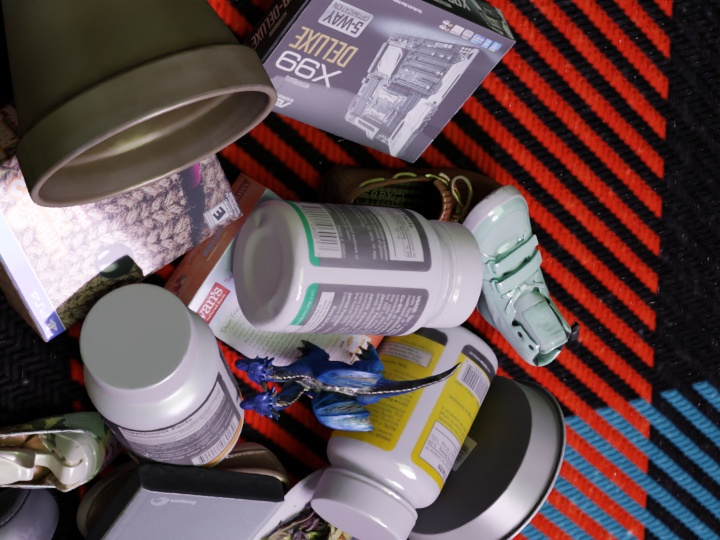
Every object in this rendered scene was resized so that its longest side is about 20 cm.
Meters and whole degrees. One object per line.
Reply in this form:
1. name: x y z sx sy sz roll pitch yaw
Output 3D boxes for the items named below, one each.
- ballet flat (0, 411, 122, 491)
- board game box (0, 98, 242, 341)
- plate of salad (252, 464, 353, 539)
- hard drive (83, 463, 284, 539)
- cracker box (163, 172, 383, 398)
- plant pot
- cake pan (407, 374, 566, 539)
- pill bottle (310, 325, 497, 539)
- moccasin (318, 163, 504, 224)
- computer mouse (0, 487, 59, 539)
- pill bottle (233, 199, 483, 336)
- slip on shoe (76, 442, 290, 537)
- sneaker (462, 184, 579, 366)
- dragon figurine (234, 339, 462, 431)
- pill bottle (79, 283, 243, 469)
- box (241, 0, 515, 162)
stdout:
1. ballet flat: -0.286 0.163 1.705 0.199 0.071 0.070 -1 106 -30
2. board game box: -0.225 -0.071 1.630 0.200 0.097 0.160 -34 123 -15
3. plate of salad: -0.055 0.277 1.863 0.200 0.048 0.201 -40 144 -37
4. hard drive: -0.173 0.241 1.761 0.139 0.033 0.200 9 138 -30
5. cracker box: -0.065 0.021 1.785 0.200 0.058 0.134 36 88 -36
6. plant pot: -0.186 -0.166 1.482 0.199 0.200 0.174 -21 80 -22
7. cake pan: 0.102 0.180 1.860 0.201 0.200 0.037 -51 124 -3
8. pill bottle: 0.038 0.147 1.828 0.114 0.114 0.201 43 65 -35
9. moccasin: 0.062 -0.061 1.813 0.201 0.078 0.074 11 103 -34
10. computer mouse: -0.334 0.288 1.743 0.200 0.046 0.141 -34 121 -15
11. pill bottle: 0.000 0.000 1.713 0.199 0.113 0.114 4 108 -33
12. slip on shoe: -0.158 0.209 1.805 0.199 0.061 0.076 -9 114 -27
13. sneaker: 0.155 0.009 1.827 0.074 0.118 0.201 -34 150 -13
14. dragon figurine: -0.012 0.104 1.732 0.199 0.099 0.059 9 107 -2
15. pill bottle: -0.169 0.093 1.669 0.116 0.116 0.200 -40 157 -11
16. box: 0.009 -0.189 1.711 0.199 0.050 0.158 19 126 -35
